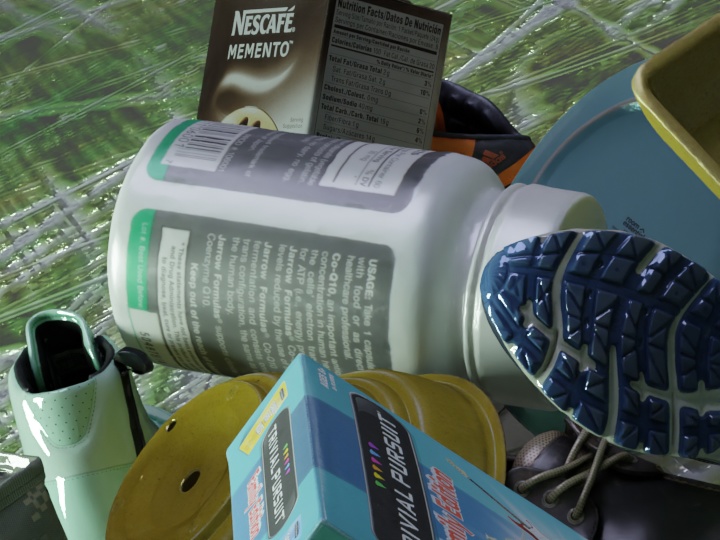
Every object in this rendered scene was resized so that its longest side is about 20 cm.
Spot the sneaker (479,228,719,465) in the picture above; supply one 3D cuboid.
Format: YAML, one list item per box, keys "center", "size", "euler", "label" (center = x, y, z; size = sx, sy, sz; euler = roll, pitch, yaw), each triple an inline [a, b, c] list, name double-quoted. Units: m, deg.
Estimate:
- center: [0.127, 0.043, 1.152]
  size: [0.077, 0.200, 0.085]
  euler: [-68, 18, -8]
  label: "sneaker"

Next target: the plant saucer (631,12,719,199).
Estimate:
- center: [0.237, -0.044, 1.267]
  size: [0.200, 0.200, 0.048]
  euler: [-34, -15, -29]
  label: "plant saucer"

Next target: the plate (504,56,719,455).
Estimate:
- center: [0.125, -0.014, 1.335]
  size: [0.200, 0.026, 0.201]
  euler: [-21, 54, 33]
  label: "plate"

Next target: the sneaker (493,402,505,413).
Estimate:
- center: [-0.012, 0.070, 1.377]
  size: [0.077, 0.080, 0.200]
  euler: [-7, 25, 43]
  label: "sneaker"

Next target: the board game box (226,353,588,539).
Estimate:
- center: [0.052, 0.120, 0.954]
  size: [0.047, 0.200, 0.151]
  euler: [-53, 13, 12]
  label: "board game box"

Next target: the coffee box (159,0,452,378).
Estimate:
- center: [-0.030, -0.042, 1.522]
  size: [0.080, 0.200, 0.113]
  euler: [12, -6, -33]
  label: "coffee box"

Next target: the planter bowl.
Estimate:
- center: [-0.043, 0.103, 1.186]
  size: [0.200, 0.083, 0.201]
  euler: [-38, 29, 25]
  label: "planter bowl"

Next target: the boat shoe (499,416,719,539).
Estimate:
- center: [0.079, 0.101, 1.172]
  size: [0.200, 0.073, 0.074]
  euler: [-8, 23, 42]
  label: "boat shoe"

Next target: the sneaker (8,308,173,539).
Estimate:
- center: [-0.112, 0.064, 1.359]
  size: [0.074, 0.118, 0.200]
  euler: [-12, 13, 2]
  label: "sneaker"

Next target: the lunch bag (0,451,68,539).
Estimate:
- center: [-0.194, 0.184, 1.142]
  size: [0.200, 0.164, 0.117]
  euler: [-36, 26, -34]
  label: "lunch bag"

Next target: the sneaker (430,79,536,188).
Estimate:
- center: [0.025, -0.044, 1.604]
  size: [0.200, 0.112, 0.078]
  euler: [-10, 22, 38]
  label: "sneaker"

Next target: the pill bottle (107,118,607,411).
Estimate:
- center: [0.000, 0.000, 1.305]
  size: [0.200, 0.113, 0.113]
  euler: [9, 31, 22]
  label: "pill bottle"
